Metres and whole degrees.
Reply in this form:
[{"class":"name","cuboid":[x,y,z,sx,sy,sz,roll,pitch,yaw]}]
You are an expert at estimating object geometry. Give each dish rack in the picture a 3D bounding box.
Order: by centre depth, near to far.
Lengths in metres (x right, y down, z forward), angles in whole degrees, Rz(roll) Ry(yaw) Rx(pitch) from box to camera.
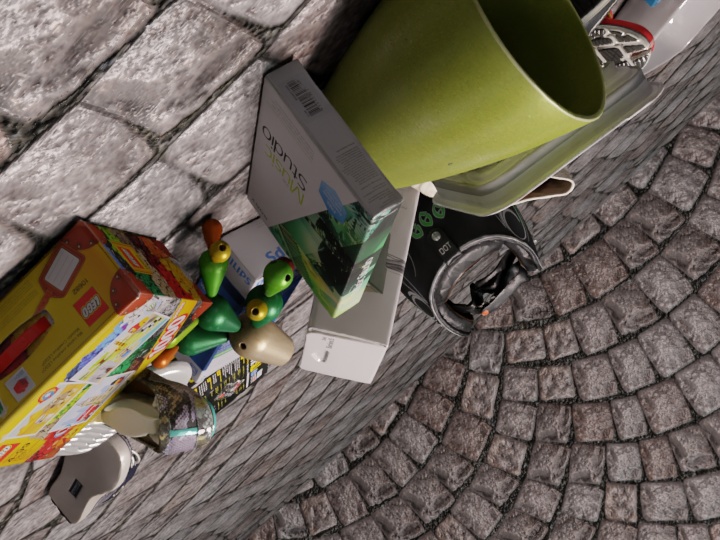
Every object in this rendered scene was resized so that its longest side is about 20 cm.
[{"class":"dish rack","cuboid":[0.154,-0.127,0.952,0.199,0.044,0.172,-37,-163,-8]}]

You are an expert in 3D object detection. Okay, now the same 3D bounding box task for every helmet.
[{"class":"helmet","cuboid":[0.117,-0.035,1.337,0.198,0.191,0.202,-13,131,-16]}]

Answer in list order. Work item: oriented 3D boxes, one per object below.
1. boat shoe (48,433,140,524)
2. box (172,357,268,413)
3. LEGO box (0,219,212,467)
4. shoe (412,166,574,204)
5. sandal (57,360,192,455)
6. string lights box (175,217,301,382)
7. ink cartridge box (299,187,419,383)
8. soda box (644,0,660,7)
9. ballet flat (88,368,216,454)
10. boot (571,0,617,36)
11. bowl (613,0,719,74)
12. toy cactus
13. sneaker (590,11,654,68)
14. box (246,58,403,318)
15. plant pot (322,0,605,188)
[{"class":"boat shoe","cuboid":[-0.296,0.221,1.248,0.093,0.075,0.200,-38,177,-45]},{"class":"box","cuboid":[-0.185,0.130,1.303,0.159,0.049,0.200,-40,168,-18]},{"class":"LEGO box","cuboid":[-0.235,0.062,0.847,0.200,0.077,0.149,-43,168,7]},{"class":"shoe","cuboid":[0.135,-0.097,1.072,0.198,0.054,0.070,-6,142,-32]},{"class":"sandal","cuboid":[-0.260,0.132,1.095,0.202,0.050,0.082,-33,157,25]},{"class":"string lights box","cuboid":[-0.123,0.027,1.113,0.102,0.059,0.200,-31,163,-41]},{"class":"ink cartridge box","cuboid":[0.000,0.000,1.108,0.146,0.083,0.202,106,-3,-69]},{"class":"soda box","cuboid":[0.354,-0.384,1.153,0.064,0.068,0.200,-36,166,-23]},{"class":"ballet flat","cuboid":[-0.213,0.117,0.955,0.072,0.199,0.073,-11,106,-44]},{"class":"boot","cuboid":[0.204,-0.216,1.072,0.203,0.074,0.153,-42,145,17]},{"class":"bowl","cuboid":[0.419,-0.358,1.428,0.199,0.075,0.200,-32,165,-37]},{"class":"toy cactus","cuboid":[-0.128,0.041,0.989,0.199,0.103,0.165,-33,140,20]},{"class":"sneaker","cuboid":[0.254,-0.259,1.166,0.085,0.077,0.200,-49,-156,-11]},{"class":"box","cuboid":[-0.037,-0.060,0.884,0.036,0.145,0.200,-31,164,-20]},{"class":"plant pot","cuboid":[0.062,-0.151,0.857,0.199,0.188,0.187,-32,175,34]}]
